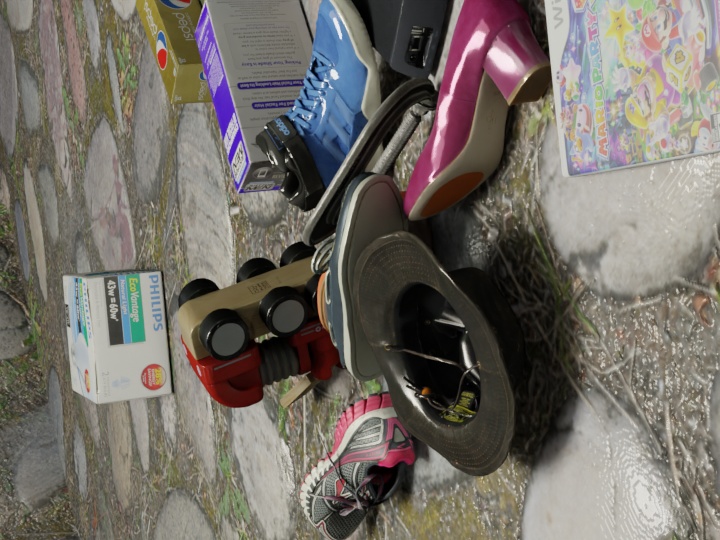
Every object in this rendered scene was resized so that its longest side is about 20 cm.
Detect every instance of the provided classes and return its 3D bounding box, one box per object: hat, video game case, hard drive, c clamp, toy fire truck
[{"bbox_3d":[0.081,0.055,1.002,0.200,0.080,0.203,40,143,40],"label":"hat"},{"bbox_3d":[0.182,-0.141,0.809,0.199,0.018,0.146,176,88,-66],"label":"video game case"},{"bbox_3d":[0.036,-0.279,1.076,0.135,0.042,0.203,-125,37,-48],"label":"hard drive"},{"bbox_3d":[0.012,-0.093,1.092,0.027,0.170,0.201,41,127,12],"label":"c clamp"},{"bbox_3d":[-0.091,0.089,1.313,0.129,0.174,0.203,42,148,55],"label":"toy fire truck"}]

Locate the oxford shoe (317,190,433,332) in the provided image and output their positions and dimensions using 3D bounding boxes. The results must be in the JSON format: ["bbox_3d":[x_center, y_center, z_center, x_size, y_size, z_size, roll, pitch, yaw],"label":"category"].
[{"bbox_3d":[0.012,0.015,1.170,0.073,0.070,0.201,64,150,26],"label":"oxford shoe"}]

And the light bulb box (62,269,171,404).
[{"bbox_3d":[-0.394,0.101,2.036,0.199,0.123,0.202,-179,84,-67],"label":"light bulb box"}]

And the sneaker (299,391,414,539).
[{"bbox_3d":[-0.004,0.208,1.238,0.075,0.079,0.202,62,148,35],"label":"sneaker"}]

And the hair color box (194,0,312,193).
[{"bbox_3d":[-0.095,-0.184,1.314,0.065,0.108,0.203,123,136,-55],"label":"hair color box"}]

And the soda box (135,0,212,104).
[{"bbox_3d":[-0.240,-0.313,1.664,0.068,0.063,0.202,111,145,-46],"label":"soda box"}]

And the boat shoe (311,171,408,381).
[{"bbox_3d":[0.000,0.000,1.080,0.062,0.074,0.202,41,146,43],"label":"boat shoe"}]

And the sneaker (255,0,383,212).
[{"bbox_3d":[-0.042,-0.145,1.149,0.077,0.110,0.202,-126,23,-50],"label":"sneaker"}]

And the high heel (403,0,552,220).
[{"bbox_3d":[0.072,-0.128,0.988,0.097,0.067,0.201,60,143,24],"label":"high heel"}]
